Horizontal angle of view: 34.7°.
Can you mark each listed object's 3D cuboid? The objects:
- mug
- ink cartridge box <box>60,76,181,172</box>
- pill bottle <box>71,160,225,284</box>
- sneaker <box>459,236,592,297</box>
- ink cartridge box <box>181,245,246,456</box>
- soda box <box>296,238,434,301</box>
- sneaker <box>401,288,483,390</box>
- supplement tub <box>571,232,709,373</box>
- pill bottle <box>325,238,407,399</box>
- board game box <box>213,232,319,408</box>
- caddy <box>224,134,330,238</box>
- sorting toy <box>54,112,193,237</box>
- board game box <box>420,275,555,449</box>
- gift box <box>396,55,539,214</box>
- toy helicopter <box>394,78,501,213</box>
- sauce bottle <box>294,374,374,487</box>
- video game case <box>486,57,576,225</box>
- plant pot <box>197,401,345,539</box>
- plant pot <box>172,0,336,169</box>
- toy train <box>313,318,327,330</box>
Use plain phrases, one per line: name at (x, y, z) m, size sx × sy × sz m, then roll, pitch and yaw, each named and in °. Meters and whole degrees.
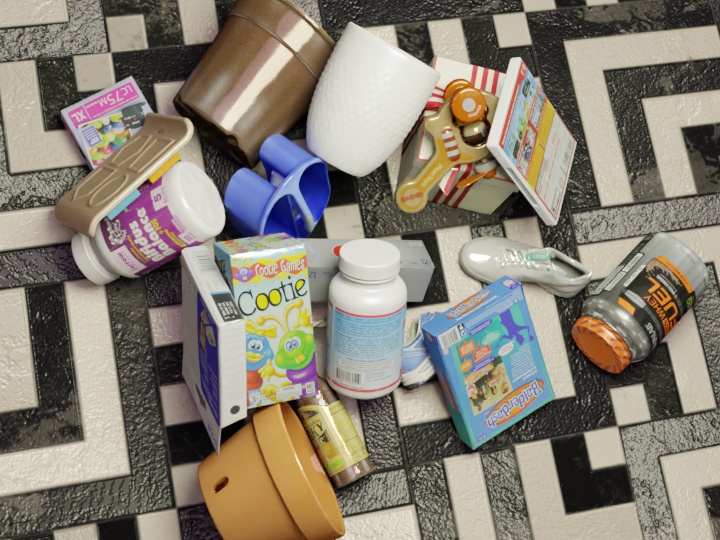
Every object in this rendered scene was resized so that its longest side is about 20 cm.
mug at (0.007, -0.231, 1.604) m, size 0.147 × 0.200 × 0.176 m, roll 29°, pitch 102°, yaw -3°
ink cartridge box at (-0.333, -0.168, 1.665) m, size 0.119 × 0.042 × 0.201 m, roll -29°, pitch 85°, yaw -16°
pill bottle at (-0.292, -0.058, 1.570) m, size 0.199 × 0.112 × 0.113 m, roll -27°, pitch 80°, yaw 21°
sneaker at (0.249, -0.015, 1.712) m, size 0.198 × 0.089 × 0.076 m, roll 11°, pitch 76°, yaw -8°
ink cartridge box at (-0.194, 0.102, 1.505) m, size 0.043 × 0.198 × 0.202 m, roll -7°, pitch 121°, yaw -21°
soda box at (0.000, 0.000, 1.643) m, size 0.198 × 0.069 × 0.064 m, roll 0°, pitch 41°, yaw -22°
sneaker at (0.123, 0.084, 1.669) m, size 0.200 × 0.076 × 0.077 m, roll -40°, pitch 91°, yaw -18°
supplement tub at (0.412, 0.049, 1.710) m, size 0.123 × 0.123 × 0.200 m, roll 45°, pitch 73°, yaw 2°
pill bottle at (0.008, 0.065, 1.571) m, size 0.107 × 0.109 × 0.202 m, roll -3°, pitch 118°, yaw -11°
board game box at (-0.124, 0.063, 1.515) m, size 0.102 × 0.105 × 0.202 m, roll -9°, pitch 103°, yaw -18°
caddy at (-0.106, -0.094, 1.613) m, size 0.105 × 0.200 × 0.142 m, roll 36°, pitch 74°, yaw 16°
sorting toy at (-0.318, -0.128, 1.556) m, size 0.200 × 0.185 × 0.037 m, roll -49°, pitch 118°, yaw -13°
board game box at (0.183, 0.131, 1.634) m, size 0.151 × 0.045 × 0.202 m, roll -29°, pitch 117°, yaw -17°
gift box at (0.161, -0.182, 1.685) m, size 0.182 × 0.187 × 0.202 m, roll 8°, pitch 74°, yaw -9°
toy helicopter at (0.127, -0.153, 1.571) m, size 0.132 × 0.079 × 0.200 m, roll 39°, pitch 100°, yaw -16°
sauce bottle at (-0.051, 0.203, 1.615) m, size 0.064 × 0.065 × 0.201 m, roll -26°, pitch 81°, yaw -16°
video game case at (0.239, -0.174, 1.587) m, size 0.200 × 0.017 × 0.144 m, roll 44°, pitch 55°, yaw -45°
plant pot at (-0.123, 0.288, 1.523) m, size 0.139 × 0.200 × 0.202 m, roll -27°, pitch 82°, yaw 0°
plant pot at (-0.151, -0.267, 1.653) m, size 0.200 × 0.200 × 0.199 m, roll 37°, pitch 80°, yaw 0°
toy train at (-0.117, 0.042, 1.641) m, size 0.198 × 0.085 × 0.117 m, roll -3°, pitch 60°, yaw -19°
